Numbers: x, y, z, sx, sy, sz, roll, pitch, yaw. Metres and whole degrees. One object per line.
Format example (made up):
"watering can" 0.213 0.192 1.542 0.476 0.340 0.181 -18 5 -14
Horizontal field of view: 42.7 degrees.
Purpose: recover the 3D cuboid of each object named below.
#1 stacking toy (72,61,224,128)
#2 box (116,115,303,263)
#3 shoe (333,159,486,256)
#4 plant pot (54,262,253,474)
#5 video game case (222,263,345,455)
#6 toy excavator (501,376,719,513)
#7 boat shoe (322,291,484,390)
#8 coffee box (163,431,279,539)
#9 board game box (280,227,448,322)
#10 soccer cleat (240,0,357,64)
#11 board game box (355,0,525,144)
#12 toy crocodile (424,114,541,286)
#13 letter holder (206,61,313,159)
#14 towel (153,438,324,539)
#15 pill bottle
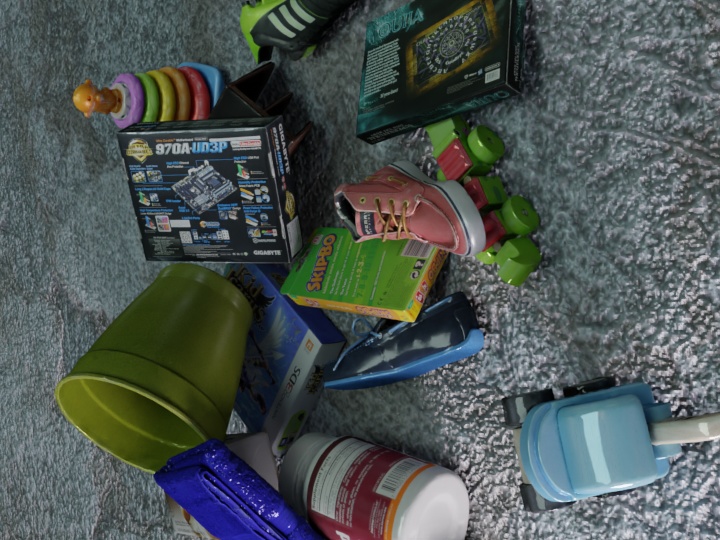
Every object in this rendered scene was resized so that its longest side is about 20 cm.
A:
"stacking toy" -0.281 -0.214 1.183 0.109 0.198 0.119 18 106 42
"box" -0.172 -0.090 1.057 0.196 0.046 0.162 0 114 21
"shoe" 0.042 -0.051 0.901 0.200 0.089 0.073 -137 29 -60
"plant pot" -0.216 0.104 1.065 0.198 0.200 0.195 -19 37 44
"video game case" -0.122 0.095 1.156 0.200 0.045 0.184 46 122 33
"toy excavator" 0.236 0.135 0.750 0.200 0.190 0.102 150 110 -71
"boat shoe" 0.043 0.077 0.980 0.197 0.084 0.070 -20 71 27
"coffee box" -0.180 0.272 1.169 0.199 0.079 0.117 -16 90 55
"board game box" 0.000 0.000 1.004 0.197 0.030 0.097 8 60 43
"soccer cleat" -0.057 -0.290 1.054 0.197 0.067 0.083 -5 109 40
"board game box" 0.077 -0.215 0.918 0.198 0.028 0.138 -11 67 45
"toy crocodile" 0.115 -0.075 0.894 0.067 0.061 0.203 -39 66 39
"letter holder" -0.142 -0.138 1.134 0.100 0.142 0.201 38 122 -1
"towel" -0.126 0.274 0.991 0.200 0.050 0.147 47 139 -11
"pill bottle" 0.009 0.245 0.988 0.198 0.113 0.117 9 100 44
